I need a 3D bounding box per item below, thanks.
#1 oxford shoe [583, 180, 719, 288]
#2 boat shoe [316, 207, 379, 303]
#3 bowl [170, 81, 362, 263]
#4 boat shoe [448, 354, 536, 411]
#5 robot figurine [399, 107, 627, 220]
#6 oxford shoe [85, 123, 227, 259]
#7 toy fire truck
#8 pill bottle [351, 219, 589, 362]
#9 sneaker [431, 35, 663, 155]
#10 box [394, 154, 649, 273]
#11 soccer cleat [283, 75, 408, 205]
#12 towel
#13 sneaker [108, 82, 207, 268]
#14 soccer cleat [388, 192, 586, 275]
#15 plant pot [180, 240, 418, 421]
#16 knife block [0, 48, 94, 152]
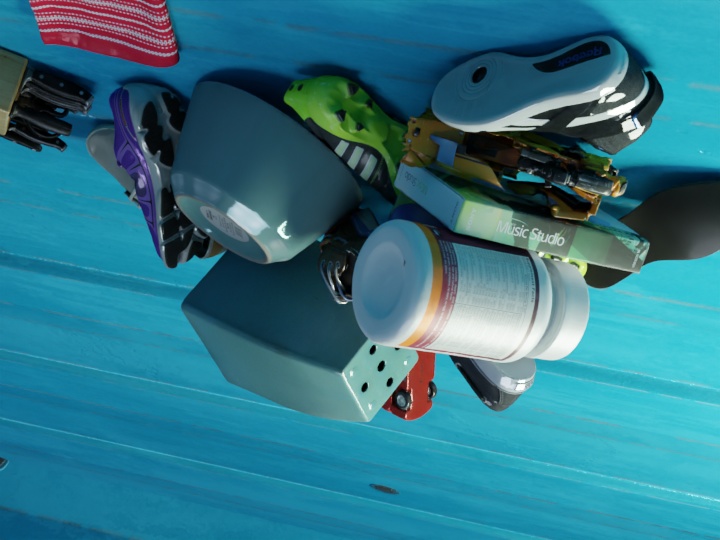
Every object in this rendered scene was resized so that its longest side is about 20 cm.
[{"bbox_3d":[0.293,-0.045,1.671,0.199,0.071,0.072,-21,98,42],"label":"oxford shoe"},{"bbox_3d":[0.000,0.000,1.683,0.073,0.072,0.200,63,-179,-14],"label":"boat shoe"},{"bbox_3d":[-0.107,-0.081,1.730,0.200,0.106,0.201,31,164,10],"label":"bowl"},{"bbox_3d":[0.093,0.049,1.680,0.069,0.201,0.067,-17,148,-39],"label":"boat shoe"},{"bbox_3d":[0.140,-0.096,1.581,0.198,0.059,0.145,19,-167,8],"label":"robot figurine"},{"bbox_3d":[-0.214,-0.084,1.880,0.199,0.058,0.075,38,136,4],"label":"oxford shoe"},{"bbox_3d":[0.021,0.048,1.902,0.048,0.202,0.140,-18,-150,-41],"label":"toy fire truck"},{"bbox_3d":[0.100,0.023,1.568,0.198,0.111,0.109,10,167,-34],"label":"pill bottle"},{"bbox_3d":[0.163,-0.132,1.499,0.199,0.074,0.112,-5,150,42],"label":"sneaker"},{"bbox_3d":[0.146,-0.052,1.614,0.198,0.037,0.144,10,-165,-25],"label":"box"},{"bbox_3d":[0.005,-0.123,1.684,0.081,0.068,0.200,13,158,44],"label":"soccer cleat"},{"bbox_3d":[-0.242,-0.246,1.594,0.143,0.023,0.200,13,160,7],"label":"towel"},{"bbox_3d":[-0.207,-0.101,1.811,0.083,0.080,0.202,14,124,42],"label":"sneaker"},{"bbox_3d":[0.122,-0.033,1.675,0.198,0.084,0.065,11,135,-13],"label":"soccer cleat"},{"bbox_3d":[-0.050,0.063,1.814,0.199,0.142,0.142,26,156,36],"label":"plant pot"},{"bbox_3d":[-0.376,-0.190,1.789,0.174,0.065,0.200,3,156,32],"label":"knife block"}]
